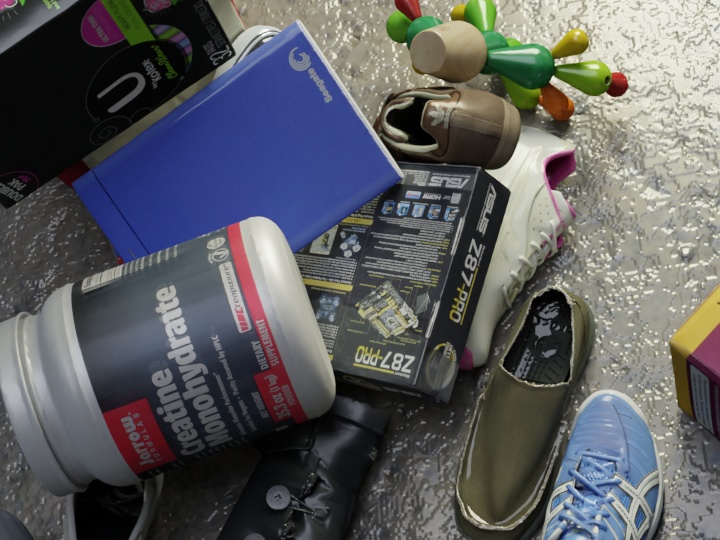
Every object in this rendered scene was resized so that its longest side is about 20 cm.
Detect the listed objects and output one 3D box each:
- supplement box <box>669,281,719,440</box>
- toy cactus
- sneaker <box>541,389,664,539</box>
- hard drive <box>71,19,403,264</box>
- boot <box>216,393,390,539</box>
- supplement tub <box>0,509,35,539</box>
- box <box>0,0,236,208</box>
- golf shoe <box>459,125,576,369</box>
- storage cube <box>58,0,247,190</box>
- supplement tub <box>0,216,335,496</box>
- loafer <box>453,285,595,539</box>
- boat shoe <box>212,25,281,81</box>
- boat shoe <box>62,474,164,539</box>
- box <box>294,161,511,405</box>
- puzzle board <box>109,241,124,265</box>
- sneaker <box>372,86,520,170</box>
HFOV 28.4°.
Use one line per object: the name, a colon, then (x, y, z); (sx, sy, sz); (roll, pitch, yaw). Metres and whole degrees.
supplement box: (0.307, 0.092, 0.914); (0.103, 0.131, 0.200); (-45, 63, -8)
toy cactus: (0.095, -0.173, 1.083); (0.199, 0.165, 0.103); (31, 112, 23)
sneaker: (0.160, 0.172, 0.948); (0.075, 0.077, 0.202); (2, 65, 18)
hard drive: (-0.087, -0.064, 1.012); (0.199, 0.025, 0.132); (-34, 95, 9)
boot: (-0.085, 0.173, 1.027); (0.164, 0.066, 0.201); (16, 75, 23)
supplement tub: (-0.240, 0.274, 0.983); (0.122, 0.123, 0.200); (-40, 63, -6)
box: (-0.211, -0.166, 0.957); (0.199, 0.149, 0.125); (-33, 66, -2)
golf shoe: (0.111, -0.022, 1.056); (0.091, 0.075, 0.202); (7, 70, 12)
storage cube: (-0.196, -0.161, 1.128); (0.179, 0.171, 0.200); (35, 78, 25)
supplement tub: (-0.127, 0.059, 0.949); (0.198, 0.141, 0.141); (-20, 62, 0)
loafer: (0.110, 0.096, 1.000); (0.075, 0.070, 0.202); (11, 69, 20)
boat shoe: (-0.081, -0.087, 1.069); (0.068, 0.071, 0.202); (8, 78, 52)
boat shoe: (-0.178, 0.157, 1.012); (0.071, 0.066, 0.201); (17, 37, -6)
box: (0.000, 0.000, 1.038); (0.199, 0.049, 0.163); (7, 73, 42)
puzzle board: (-0.112, -0.053, 1.162); (0.199, 0.017, 0.152); (-26, 61, 3)
sneaker: (0.042, -0.113, 1.055); (0.075, 0.200, 0.071); (15, 86, -25)
